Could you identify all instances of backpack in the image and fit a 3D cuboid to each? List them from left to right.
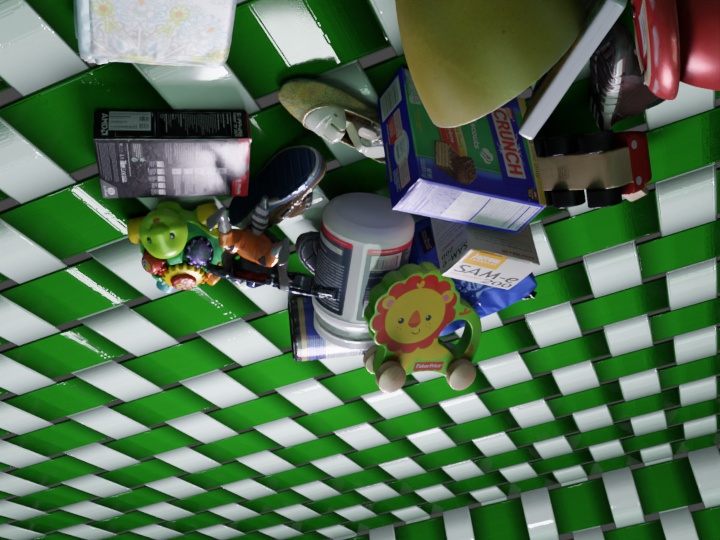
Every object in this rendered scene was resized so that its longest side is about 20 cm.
[{"bbox_3d":[0.144,-0.013,1.346,0.198,0.164,0.168,-31,132,18],"label":"backpack"}]

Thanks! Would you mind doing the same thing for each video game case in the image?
[{"bbox_3d":[0.244,-0.268,0.944,0.022,0.184,0.201,26,144,-2],"label":"video game case"}]

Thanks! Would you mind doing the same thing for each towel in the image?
[{"bbox_3d":[-0.213,-0.294,0.899,0.167,0.049,0.201,-2,149,-17],"label":"towel"}]

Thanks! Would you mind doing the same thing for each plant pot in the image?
[{"bbox_3d":[0.115,-0.273,0.907,0.198,0.202,0.142,-28,118,29],"label":"plant pot"},{"bbox_3d":[0.388,-0.291,0.925,0.178,0.205,0.201,-7,151,14],"label":"plant pot"}]

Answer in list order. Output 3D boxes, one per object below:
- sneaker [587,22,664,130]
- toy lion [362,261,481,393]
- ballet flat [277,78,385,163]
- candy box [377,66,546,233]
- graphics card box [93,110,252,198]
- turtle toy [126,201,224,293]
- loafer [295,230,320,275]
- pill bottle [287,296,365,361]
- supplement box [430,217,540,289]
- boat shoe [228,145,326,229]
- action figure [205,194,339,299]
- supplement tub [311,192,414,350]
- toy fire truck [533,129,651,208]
[{"bbox_3d":[0.354,-0.261,1.096,0.113,0.077,0.200,-17,160,4],"label":"sneaker"},{"bbox_3d":[0.094,0.080,1.265,0.196,0.069,0.195,2,117,-26],"label":"toy lion"},{"bbox_3d":[-0.016,-0.187,1.112,0.197,0.072,0.070,17,142,-36],"label":"ballet flat"},{"bbox_3d":[0.130,-0.152,1.108,0.196,0.173,0.077,8,150,-28],"label":"candy box"},{"bbox_3d":[-0.244,-0.150,1.128,0.195,0.052,0.126,-3,150,-12],"label":"graphics card box"},{"bbox_3d":[-0.268,-0.034,1.265,0.142,0.103,0.201,-11,150,3],"label":"turtle toy"},{"bbox_3d":[-0.029,-0.020,1.398,0.197,0.063,0.073,19,108,-35],"label":"loafer"},{"bbox_3d":[-0.029,0.097,1.543,0.195,0.114,0.113,-6,150,-7],"label":"pill bottle"},{"bbox_3d":[0.161,-0.086,1.195,0.124,0.204,0.073,12,145,-31],"label":"supplement box"},{"bbox_3d":[-0.105,-0.114,1.217,0.071,0.074,0.198,12,154,-40],"label":"boat shoe"},{"bbox_3d":[-0.119,-0.026,1.204,0.195,0.107,0.194,12,170,0],"label":"action figure"},{"bbox_3d":[0.000,0.000,1.292,0.137,0.141,0.204,1,121,-16],"label":"supplement tub"},{"bbox_3d":[0.348,-0.141,1.219,0.197,0.132,0.175,-19,-168,-31],"label":"toy fire truck"}]
